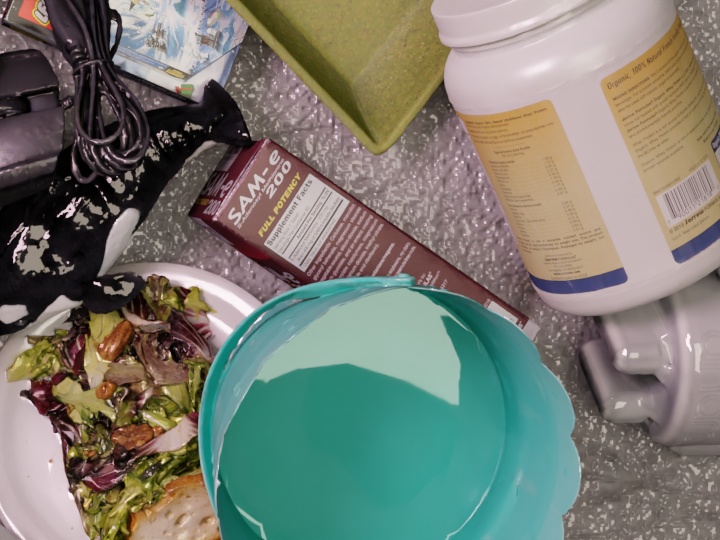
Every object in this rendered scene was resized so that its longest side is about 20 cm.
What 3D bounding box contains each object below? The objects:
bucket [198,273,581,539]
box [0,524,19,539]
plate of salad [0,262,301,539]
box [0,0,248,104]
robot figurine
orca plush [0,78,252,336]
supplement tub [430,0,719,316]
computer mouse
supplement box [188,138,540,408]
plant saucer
[{"bbox_3d":[0.009,0.099,1.172,0.205,0.135,0.209,-1,98,-10],"label":"bucket"},{"bbox_3d":[-0.226,0.278,1.165,0.131,0.199,0.200,40,105,-13],"label":"box"},{"bbox_3d":[-0.126,0.087,1.255,0.198,0.048,0.202,-1,71,3],"label":"plate of salad"},{"bbox_3d":[-0.114,-0.213,1.281,0.136,0.040,0.201,23,87,-15],"label":"box"},{"bbox_3d":[0.239,0.051,1.340,0.198,0.113,0.170,-2,133,-13],"label":"robot figurine"},{"bbox_3d":[-0.153,-0.035,1.235,0.199,0.071,0.106,-26,77,9],"label":"orca plush"},{"bbox_3d":[0.135,-0.091,1.279,0.144,0.144,0.201,-29,109,-11],"label":"supplement tub"},{"bbox_3d":[-0.221,-0.081,1.209,0.199,0.053,0.139,-28,63,17],"label":"computer mouse"},{"bbox_3d":[0.000,0.000,1.282,0.199,0.109,0.061,35,85,-12],"label":"supplement box"},{"bbox_3d":[0.004,-0.206,1.277,0.200,0.048,0.200,-52,128,-8],"label":"plant saucer"}]
